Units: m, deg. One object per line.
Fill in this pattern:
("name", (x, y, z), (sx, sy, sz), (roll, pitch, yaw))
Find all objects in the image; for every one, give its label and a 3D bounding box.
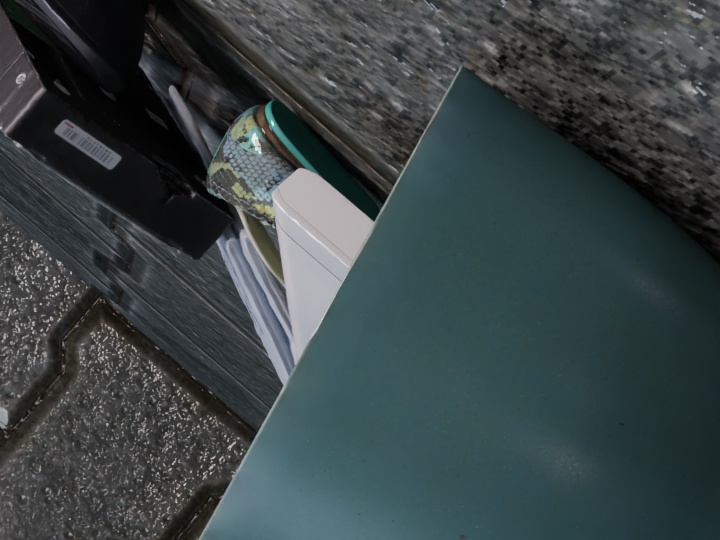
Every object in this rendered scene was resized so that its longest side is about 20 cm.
("snack bag", (-0.061, 0.010, 1.091), (0.189, 0.021, 0.201), (-122, 9, -54))
("ballet flat", (0.000, 0.000, 0.957), (0.200, 0.074, 0.074), (45, 170, -6))
("hard drive", (0.017, 0.049, 0.871), (0.132, 0.027, 0.200), (40, 160, 22))
("computer mouse", (-0.159, -0.166, 0.883), (0.138, 0.053, 0.200), (37, 169, 47))
("hard drive", (-0.155, -0.097, 0.994), (0.140, 0.038, 0.200), (35, -166, -40))
("plant pot", (0.056, 0.053, 0.664), (0.160, 0.201, 0.201), (29, 170, -1))
